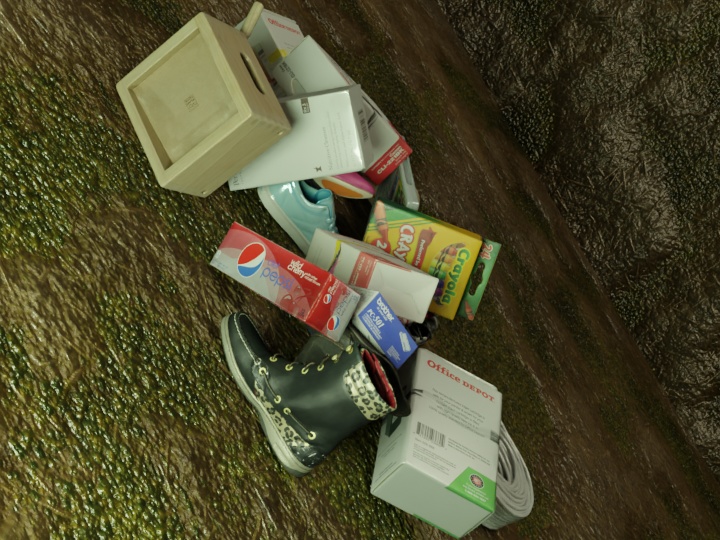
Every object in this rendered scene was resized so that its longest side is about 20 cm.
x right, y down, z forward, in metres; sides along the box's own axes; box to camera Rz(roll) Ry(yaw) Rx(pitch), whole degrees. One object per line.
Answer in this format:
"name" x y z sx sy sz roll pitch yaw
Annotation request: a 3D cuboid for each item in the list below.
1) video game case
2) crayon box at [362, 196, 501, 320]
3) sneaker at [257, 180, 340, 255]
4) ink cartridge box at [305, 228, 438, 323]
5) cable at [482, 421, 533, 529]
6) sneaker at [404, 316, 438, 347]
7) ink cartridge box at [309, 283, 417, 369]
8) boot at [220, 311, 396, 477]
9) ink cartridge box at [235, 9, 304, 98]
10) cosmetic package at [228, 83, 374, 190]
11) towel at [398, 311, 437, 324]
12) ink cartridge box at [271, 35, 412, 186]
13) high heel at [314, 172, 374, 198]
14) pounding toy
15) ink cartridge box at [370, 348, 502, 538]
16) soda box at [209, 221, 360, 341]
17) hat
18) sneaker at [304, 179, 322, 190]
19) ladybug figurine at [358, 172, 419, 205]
"video game case" 0.047 -0.081 1.845 0.022 0.202 0.184 7 38 -13
"crayon box" 0.096 -0.013 1.710 0.197 0.129 0.051 20 12 0
"sneaker" -0.059 -0.072 1.706 0.200 0.081 0.075 44 25 -31
"ink cartridge box" 0.000 0.000 1.592 0.115 0.069 0.199 17 6 -37
"cable" 0.185 0.291 1.759 0.201 0.069 0.200 54 21 -10
"sneaker" 0.067 0.088 1.743 0.200 0.081 0.078 -29 102 -70
"ink cartridge box" -0.016 0.062 1.481 0.095 0.044 0.199 54 -20 -25
"boot" -0.060 0.111 1.326 0.206 0.153 0.073 61 21 11
"ink cartridge box" -0.121 -0.317 1.925 0.202 0.083 0.145 63 22 13
"cosmetic package" -0.090 -0.182 1.598 0.081 0.196 0.115 -51 130 -71
"towel" 0.022 0.043 1.691 0.142 0.023 0.199 21 10 20
"ink cartridge box" -0.028 -0.240 1.757 0.199 0.084 0.145 37 15 -51
"high heel" -0.057 -0.177 1.710 0.197 0.097 0.068 22 -16 14
"pounding toy" -0.189 -0.231 1.493 0.142 0.183 0.202 11 49 -63
"ink cartridge box" 0.104 0.224 1.529 0.144 0.084 0.202 30 41 -15
"soda box" -0.092 0.011 1.392 0.199 0.064 0.070 27 -6 43
"hat" -0.031 0.131 1.452 0.200 0.081 0.201 42 -19 18
"sneaker" -0.107 -0.190 1.789 0.202 0.075 0.078 62 17 9
"ladybug figurine" 0.047 -0.147 2.021 0.201 0.071 0.137 58 -6 49
